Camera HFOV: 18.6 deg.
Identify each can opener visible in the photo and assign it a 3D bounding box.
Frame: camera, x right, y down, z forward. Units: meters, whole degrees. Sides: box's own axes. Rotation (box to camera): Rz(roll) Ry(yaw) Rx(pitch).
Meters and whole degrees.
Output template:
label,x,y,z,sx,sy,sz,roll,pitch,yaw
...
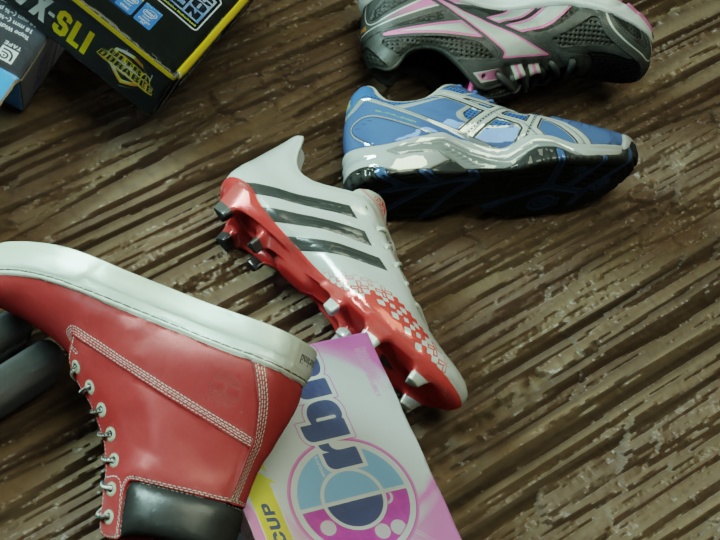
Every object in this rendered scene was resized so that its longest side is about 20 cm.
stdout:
label,x,y,z,sx,sy,sz,roll,pitch,yaw
can opener,-0.243,0.089,1.173,0.053,0.067,0.200,41,40,12

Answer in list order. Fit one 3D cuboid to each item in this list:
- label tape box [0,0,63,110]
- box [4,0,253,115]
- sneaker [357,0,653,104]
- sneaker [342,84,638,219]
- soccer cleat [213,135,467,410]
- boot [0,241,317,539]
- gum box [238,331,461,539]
label,x,y,z,sx,sy,sz,roll,pitch,yaw
label tape box,-0.249,-0.169,1.337,0.143,0.063,0.201,27,52,-1
box,-0.156,-0.210,1.332,0.200,0.049,0.160,39,52,-3
sneaker,0.090,-0.139,1.438,0.198,0.080,0.087,7,66,-4
sneaker,0.082,-0.082,1.382,0.198,0.076,0.078,0,60,-20
soccer cleat,0.000,0.000,1.300,0.200,0.069,0.085,42,68,18
boot,-0.137,0.074,1.161,0.199,0.072,0.145,20,81,23
gum box,-0.020,0.133,1.200,0.113,0.066,0.201,-11,61,-26
